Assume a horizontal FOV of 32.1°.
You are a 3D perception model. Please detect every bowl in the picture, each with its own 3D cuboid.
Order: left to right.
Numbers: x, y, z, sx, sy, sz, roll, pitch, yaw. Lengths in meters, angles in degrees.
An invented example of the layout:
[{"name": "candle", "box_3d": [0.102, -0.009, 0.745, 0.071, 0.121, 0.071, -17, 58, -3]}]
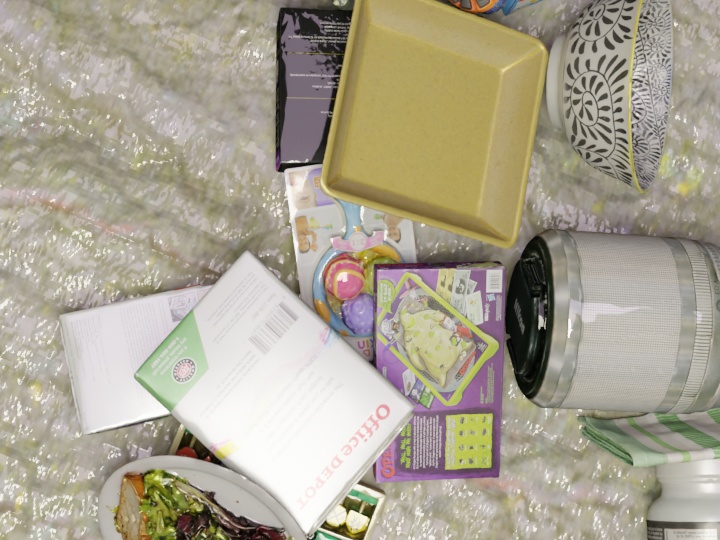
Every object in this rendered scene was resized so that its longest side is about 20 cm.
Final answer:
[{"name": "bowl", "box_3d": [0.231, -0.176, 1.177, 0.093, 0.200, 0.204, 5, 80, 24]}]

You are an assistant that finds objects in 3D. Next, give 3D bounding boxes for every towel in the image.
[{"name": "towel", "box_3d": [0.314, 0.144, 1.138, 0.197, 0.153, 0.024, -5, 96, -9]}]

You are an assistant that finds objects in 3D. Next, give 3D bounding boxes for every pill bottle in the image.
[{"name": "pill bottle", "box_3d": [0.320, 0.265, 1.138, 0.115, 0.116, 0.203, 0, 82, -7]}]

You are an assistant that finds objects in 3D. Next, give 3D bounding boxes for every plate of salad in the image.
[{"name": "plate of salad", "box_3d": [-0.134, 0.238, 1.052, 0.198, 0.201, 0.048, 29, 37, -2]}]

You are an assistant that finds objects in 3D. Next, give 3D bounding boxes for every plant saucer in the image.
[{"name": "plant saucer", "box_3d": [0.062, -0.137, 1.132, 0.198, 0.048, 0.203, 15, 79, -22]}]

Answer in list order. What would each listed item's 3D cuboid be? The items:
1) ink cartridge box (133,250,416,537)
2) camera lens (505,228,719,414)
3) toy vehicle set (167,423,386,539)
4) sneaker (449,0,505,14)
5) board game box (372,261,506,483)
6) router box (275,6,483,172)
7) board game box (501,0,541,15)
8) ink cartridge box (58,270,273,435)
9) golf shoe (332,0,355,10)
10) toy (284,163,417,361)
[{"name": "ink cartridge box", "box_3d": [-0.072, 0.107, 1.075, 0.200, 0.088, 0.146, 42, 82, 3]}, {"name": "camera lens", "box_3d": [0.239, 0.047, 1.136, 0.197, 0.160, 0.162, 3, 81, -6]}, {"name": "toy vehicle set", "box_3d": [-0.090, 0.224, 1.128, 0.198, 0.027, 0.126, 21, 89, -3]}, {"name": "sneaker", "box_3d": [0.076, -0.321, 1.220, 0.075, 0.078, 0.201, -35, 71, 14]}, {"name": "board game box", "box_3d": [0.070, 0.093, 1.140, 0.118, 0.032, 0.203, -2, 104, -10]}, {"name": "router box", "box_3d": [0.018, -0.169, 1.196, 0.197, 0.051, 0.152, 1, 83, -7]}, {"name": "board game box", "box_3d": [0.196, -0.385, 1.247, 0.194, 0.056, 0.202, -22, 85, -9]}, {"name": "ink cartridge box", "box_3d": [-0.165, 0.074, 1.139, 0.197, 0.050, 0.111, -12, 84, -9]}, {"name": "golf shoe", "box_3d": [-0.052, -0.322, 1.208, 0.200, 0.078, 0.088, 41, 37, 15]}, {"name": "toy", "box_3d": [0.000, 0.000, 1.148, 0.113, 0.047, 0.203, -9, 96, -7]}]
